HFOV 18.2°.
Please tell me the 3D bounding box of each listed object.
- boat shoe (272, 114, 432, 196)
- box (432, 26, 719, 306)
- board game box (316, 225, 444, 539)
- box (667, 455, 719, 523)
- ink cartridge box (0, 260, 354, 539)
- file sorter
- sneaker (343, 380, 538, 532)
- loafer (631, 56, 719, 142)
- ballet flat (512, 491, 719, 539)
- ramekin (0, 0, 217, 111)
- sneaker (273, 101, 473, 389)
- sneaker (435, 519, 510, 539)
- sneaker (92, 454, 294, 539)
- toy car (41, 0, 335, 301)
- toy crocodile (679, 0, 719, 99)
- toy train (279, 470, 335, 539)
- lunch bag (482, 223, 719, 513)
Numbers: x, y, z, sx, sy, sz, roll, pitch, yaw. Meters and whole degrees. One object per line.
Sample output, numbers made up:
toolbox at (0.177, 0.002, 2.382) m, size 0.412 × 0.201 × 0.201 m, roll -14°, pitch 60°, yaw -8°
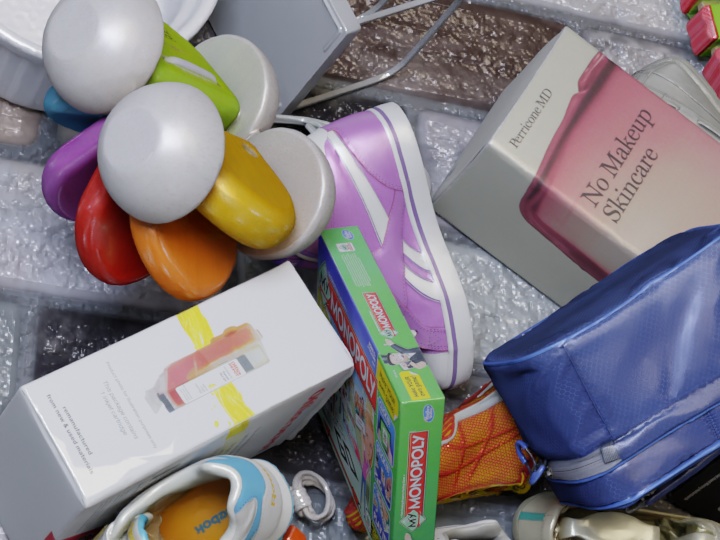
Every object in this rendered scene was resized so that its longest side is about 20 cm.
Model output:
boat shoe at (-0.036, -0.068, 1.533) m, size 0.199 × 0.067 × 0.074 m, roll 3°, pitch 66°, yaw -22°
box at (0.173, -0.051, 1.590) m, size 0.200 × 0.109 × 0.128 m, roll 37°, pitch 59°, yaw -5°
board game box at (0.008, 0.080, 1.392) m, size 0.029 × 0.135 × 0.200 m, roll -6°, pitch 32°, yaw -13°
box at (0.326, 0.137, 1.517) m, size 0.157 × 0.200 × 0.050 m, roll 31°, pitch 54°, yaw -8°
ink cartridge box at (-0.123, 0.090, 1.381) m, size 0.200 × 0.145 × 0.084 m, roll -25°, pitch 78°, yaw -31°
file sorter at (-0.035, -0.229, 1.568) m, size 0.124 × 0.139 × 0.200 m, roll -20°, pitch 76°, yaw -32°
sneaker at (0.076, 0.125, 1.493) m, size 0.200 × 0.073 × 0.077 m, roll -30°, pitch 90°, yaw -28°
loafer at (0.266, -0.069, 1.663) m, size 0.070 × 0.070 × 0.200 m, roll -32°, pitch 73°, yaw -35°
ballet flat at (0.200, 0.190, 1.519) m, size 0.199 × 0.069 × 0.070 m, roll 13°, pitch 63°, yaw -18°
ramekin at (-0.198, -0.203, 1.508) m, size 0.200 × 0.098 × 0.201 m, roll 9°, pitch 64°, yaw -19°
sneaker at (0.000, 0.000, 1.500) m, size 0.114 × 0.073 × 0.201 m, roll -23°, pitch 103°, yaw -19°
sneaker at (0.023, 0.198, 1.390) m, size 0.075 × 0.087 × 0.200 m, roll 56°, pitch 33°, yaw 2°
sneaker at (-0.136, 0.176, 1.331) m, size 0.200 × 0.081 × 0.077 m, roll -41°, pitch 70°, yaw 6°
toy car at (-0.126, -0.069, 1.378) m, size 0.175 × 0.150 × 0.200 m, roll 20°, pitch 34°, yaw -54°
toy crocodile at (0.278, -0.179, 1.718) m, size 0.062 × 0.068 × 0.200 m, roll -9°, pitch 69°, yaw -20°
toy train at (-0.046, 0.222, 1.411) m, size 0.150 × 0.056 × 0.200 m, roll 13°, pitch 49°, yaw -46°
lunch bag at (0.184, 0.074, 1.444) m, size 0.200 × 0.136 × 0.133 m, roll -32°, pitch 94°, yaw -10°
